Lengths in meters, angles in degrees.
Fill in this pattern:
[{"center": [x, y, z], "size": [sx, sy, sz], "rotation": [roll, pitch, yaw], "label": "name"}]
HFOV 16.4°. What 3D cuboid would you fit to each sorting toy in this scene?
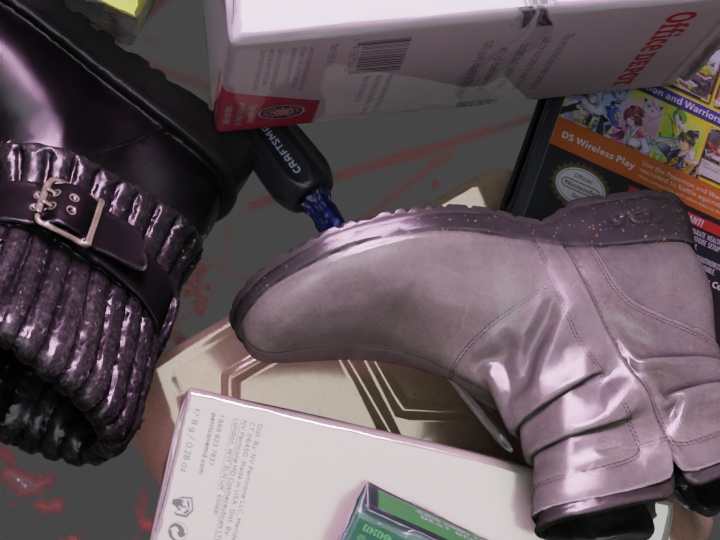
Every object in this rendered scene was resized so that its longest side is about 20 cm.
[{"center": [0.023, 0.081, 1.062], "size": [0.199, 0.036, 0.186], "rotation": [-29, 89, -4], "label": "sorting toy"}]

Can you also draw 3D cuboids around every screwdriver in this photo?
[{"center": [0.000, 0.000, 1.033], "size": [0.029, 0.028, 0.200], "rotation": [-17, 62, -33], "label": "screwdriver"}]

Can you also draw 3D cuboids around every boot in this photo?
[{"center": [-0.155, -0.033, 0.994], "size": [0.211, 0.079, 0.158], "rotation": [30, 57, -4], "label": "boot"}, {"center": [0.058, 0.043, 0.957], "size": [0.199, 0.068, 0.131], "rotation": [-8, 63, -14], "label": "boot"}]

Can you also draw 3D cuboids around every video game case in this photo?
[{"center": [0.164, -0.028, 1.066], "size": [0.199, 0.025, 0.181], "rotation": [23, 74, -11], "label": "video game case"}]

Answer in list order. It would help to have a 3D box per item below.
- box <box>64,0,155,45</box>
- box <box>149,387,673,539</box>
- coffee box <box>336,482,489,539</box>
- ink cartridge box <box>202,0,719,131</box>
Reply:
[{"center": [-0.173, -0.162, 1.035], "size": [0.199, 0.075, 0.050], "rotation": [26, 83, -3], "label": "box"}, {"center": [0.018, 0.101, 1.003], "size": [0.199, 0.082, 0.069], "rotation": [14, 86, -1], "label": "box"}, {"center": [0.010, 0.195, 0.954], "size": [0.123, 0.044, 0.201], "rotation": [24, 101, -2], "label": "coffee box"}, {"center": [0.041, -0.117, 0.969], "size": [0.199, 0.146, 0.085], "rotation": [-5, 81, -7], "label": "ink cartridge box"}]
